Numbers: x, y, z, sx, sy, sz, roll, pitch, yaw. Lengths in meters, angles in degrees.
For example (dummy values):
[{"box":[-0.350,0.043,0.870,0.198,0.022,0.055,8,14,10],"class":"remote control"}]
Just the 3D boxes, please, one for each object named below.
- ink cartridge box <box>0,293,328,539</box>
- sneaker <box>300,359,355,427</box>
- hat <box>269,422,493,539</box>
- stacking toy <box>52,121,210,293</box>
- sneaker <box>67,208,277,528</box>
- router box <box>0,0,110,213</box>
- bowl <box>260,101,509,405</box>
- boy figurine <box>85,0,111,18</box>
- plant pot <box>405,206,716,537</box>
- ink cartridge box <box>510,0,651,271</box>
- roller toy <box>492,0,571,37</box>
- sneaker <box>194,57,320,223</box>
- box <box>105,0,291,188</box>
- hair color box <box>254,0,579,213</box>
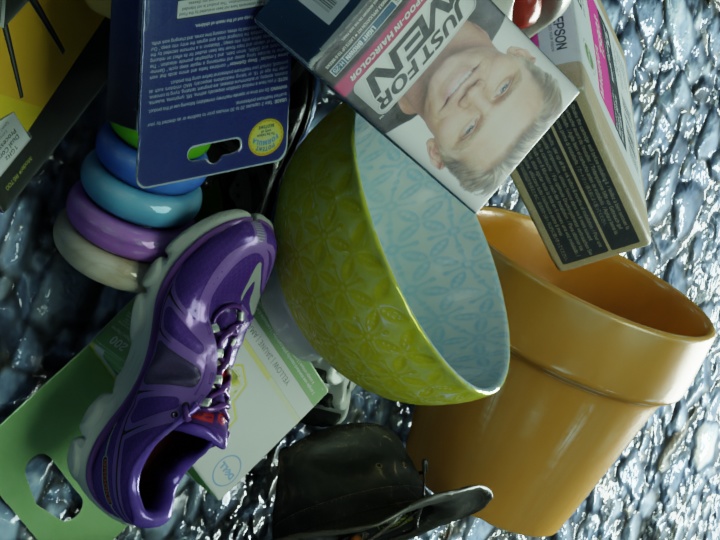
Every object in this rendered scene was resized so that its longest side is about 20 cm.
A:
[{"box":[-0.127,0.093,1.654,0.200,0.048,0.146,-46,136,-14],"class":"ink cartridge box"},{"box":[-0.031,0.005,1.770,0.081,0.075,0.201,-48,144,-41],"class":"sneaker"},{"box":[-0.012,0.148,1.798,0.200,0.200,0.081,-4,73,-51],"class":"hat"},{"box":[-0.112,-0.089,1.565,0.085,0.085,0.201,-10,131,-49],"class":"stacking toy"},{"box":[-0.094,0.061,1.571,0.080,0.083,0.201,15,103,-46],"class":"sneaker"},{"box":[-0.193,-0.157,1.512,0.200,0.051,0.149,-55,139,-25],"class":"router box"},{"box":[0.000,0.000,1.639,0.200,0.107,0.201,51,26,-37],"class":"bowl"},{"box":[-0.131,-0.230,1.470,0.124,0.064,0.201,-52,141,-50],"class":"boy figurine"},{"box":[0.125,0.080,1.903,0.200,0.200,0.184,6,113,-52],"class":"plant pot"},{"box":[0.135,-0.129,1.836,0.165,0.075,0.201,61,19,-45],"class":"ink cartridge box"},{"box":[0.033,-0.200,1.659,0.140,0.200,0.183,-37,115,-15],"class":"roller toy"},{"box":[-0.080,-0.083,1.666,0.083,0.071,0.201,-2,107,-57],"class":"sneaker"},{"box":[-0.085,-0.152,1.473,0.121,0.032,0.201,-14,114,-45],"class":"box"},{"box":[0.036,-0.123,1.537,0.100,0.061,0.200,-49,142,3],"class":"hair color box"}]
